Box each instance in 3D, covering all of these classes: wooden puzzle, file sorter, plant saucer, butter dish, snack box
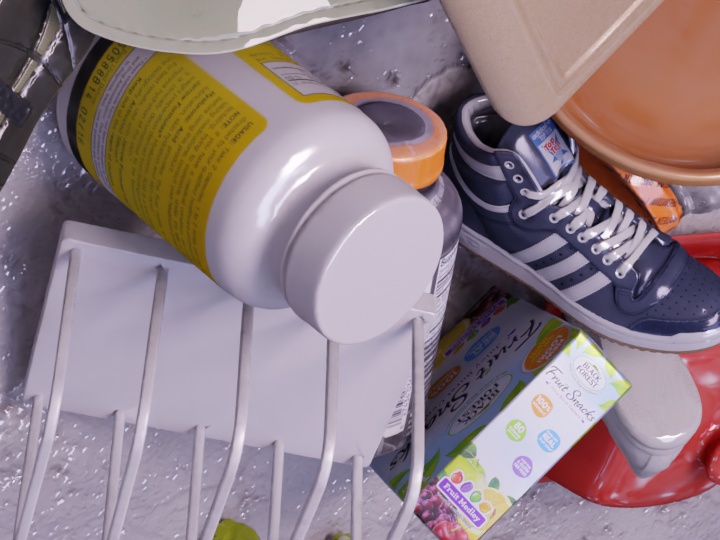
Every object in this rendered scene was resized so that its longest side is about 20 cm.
[{"bbox_3d":[0.113,-0.188,1.061,0.200,0.037,0.185,-42,140,-8],"label":"wooden puzzle"},{"bbox_3d":[-0.075,0.083,1.168,0.198,0.125,0.139,12,137,-10],"label":"file sorter"},{"bbox_3d":[0.185,-0.137,1.276,0.199,0.201,0.038,-34,163,-15],"label":"plant saucer"},{"bbox_3d":[0.210,0.089,1.511,0.198,0.148,0.201,-6,125,-40],"label":"butter dish"},{"bbox_3d":[0.072,0.086,1.355,0.142,0.200,0.053,-46,103,-2],"label":"snack box"}]

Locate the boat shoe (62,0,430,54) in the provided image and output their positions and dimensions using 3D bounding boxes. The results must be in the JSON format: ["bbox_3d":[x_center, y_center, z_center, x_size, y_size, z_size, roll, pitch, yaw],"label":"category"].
[{"bbox_3d":[-0.049,-0.144,1.092,0.199,0.061,0.072,-8,95,-12],"label":"boat shoe"}]

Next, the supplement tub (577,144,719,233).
[{"bbox_3d":[0.221,-0.121,1.366,0.200,0.123,0.123,-42,141,-5],"label":"supplement tub"}]

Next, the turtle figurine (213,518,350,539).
[{"bbox_3d":[-0.069,0.240,1.449,0.200,0.064,0.161,-44,141,-4],"label":"turtle figurine"}]

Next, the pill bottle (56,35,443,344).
[{"bbox_3d":[-0.053,-0.050,1.108,0.111,0.200,0.112,-28,139,-29],"label":"pill bottle"}]

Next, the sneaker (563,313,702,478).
[{"bbox_3d":[0.155,0.035,1.407,0.075,0.202,0.089,-7,152,-9],"label":"sneaker"}]

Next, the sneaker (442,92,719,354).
[{"bbox_3d":[0.131,-0.033,1.292,0.070,0.199,0.109,-48,156,-34],"label":"sneaker"}]

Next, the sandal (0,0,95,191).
[{"bbox_3d":[-0.198,-0.080,1.080,0.202,0.057,0.080,-53,137,-16],"label":"sandal"}]

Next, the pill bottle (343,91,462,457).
[{"bbox_3d":[0.000,0.000,1.280,0.106,0.106,0.201,-15,131,-33],"label":"pill bottle"}]
